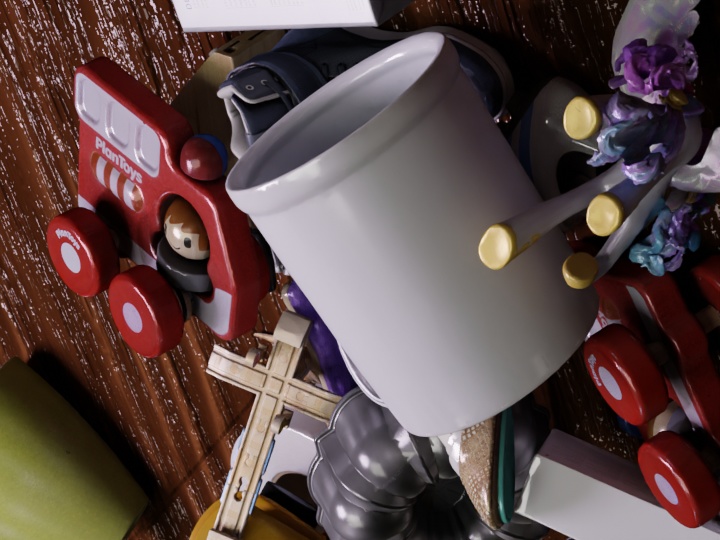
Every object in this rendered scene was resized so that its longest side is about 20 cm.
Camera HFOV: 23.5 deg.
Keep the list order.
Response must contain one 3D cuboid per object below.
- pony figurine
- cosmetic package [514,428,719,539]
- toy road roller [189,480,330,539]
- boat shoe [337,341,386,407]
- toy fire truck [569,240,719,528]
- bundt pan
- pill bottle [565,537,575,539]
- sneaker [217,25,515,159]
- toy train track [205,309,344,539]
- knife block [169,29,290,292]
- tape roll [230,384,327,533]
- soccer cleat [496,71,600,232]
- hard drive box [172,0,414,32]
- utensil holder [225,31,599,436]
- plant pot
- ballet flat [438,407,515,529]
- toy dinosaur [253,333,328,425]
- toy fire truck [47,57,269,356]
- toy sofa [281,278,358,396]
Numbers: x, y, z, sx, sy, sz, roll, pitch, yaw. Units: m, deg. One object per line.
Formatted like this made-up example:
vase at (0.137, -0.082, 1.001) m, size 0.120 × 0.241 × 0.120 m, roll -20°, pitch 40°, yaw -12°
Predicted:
pony figurine at (0.179, -0.077, 1.030) m, size 0.167 × 0.199 × 0.194 m, roll 45°, pitch 127°, yaw 19°
cosmetic package at (0.212, 0.181, 1.218) m, size 0.198 × 0.082 × 0.051 m, roll 23°, pitch 101°, yaw 12°
toy road roller at (-0.054, 0.261, 1.411) m, size 0.199 × 0.124 × 0.146 m, roll 31°, pitch 177°, yaw 20°
boat shoe at (0.000, 0.000, 1.253) m, size 0.069 × 0.066 × 0.203 m, roll -13°, pitch 81°, yaw 18°
toy fire truck at (0.210, 0.075, 1.181) m, size 0.201 × 0.111 × 0.168 m, roll 62°, pitch 168°, yaw -15°
bundt pan at (0.062, 0.168, 1.315) m, size 0.076 × 0.199 × 0.204 m, roll -110°, pitch 5°, yaw -61°
pill bottle at (0.168, 0.267, 1.284) m, size 0.114 × 0.200 × 0.115 m, roll 26°, pitch 137°, yaw 28°
sneaker at (-0.005, -0.114, 1.199) m, size 0.201 × 0.146 × 0.078 m, roll 14°, pitch 127°, yaw 37°
toy train track at (-0.081, 0.129, 1.325) m, size 0.114 × 0.033 × 0.202 m, roll 20°, pitch 100°, yaw 12°
knife block at (-0.079, -0.077, 1.371) m, size 0.176 × 0.064 × 0.200 m, roll 51°, pitch 142°, yaw 0°
tape roll at (-0.020, 0.202, 1.533) m, size 0.201 × 0.071 × 0.204 m, roll 27°, pitch 137°, yaw 28°
soccer cleat at (0.116, -0.044, 1.190) m, size 0.086 × 0.070 × 0.201 m, roll 40°, pitch 141°, yaw 15°
hard drive box at (-0.060, -0.252, 1.197) m, size 0.199 × 0.077 × 0.157 m, roll 6°, pitch 124°, yaw 42°
utensil holder at (0.038, -0.022, 1.104) m, size 0.169 × 0.170 × 0.201 m, roll -15°, pitch 116°, yaw 50°
plant pot at (-0.325, 0.222, 1.801) m, size 0.199 × 0.188 × 0.188 m, roll 32°, pitch 141°, yaw 0°
ballet flat at (0.084, 0.091, 1.238) m, size 0.064 × 0.202 × 0.071 m, roll 2°, pitch 145°, yaw 12°
toy dinosaur at (-0.035, 0.082, 1.445) m, size 0.107 × 0.060 × 0.200 m, roll 54°, pitch 176°, yaw -2°
toy fire truck at (-0.149, -0.047, 1.298) m, size 0.200 × 0.112 × 0.169 m, roll 38°, pitch 139°, yaw 32°
toy sofa at (0.023, 0.070, 1.359) m, size 0.082 × 0.097 × 0.202 m, roll 4°, pitch 122°, yaw 44°
